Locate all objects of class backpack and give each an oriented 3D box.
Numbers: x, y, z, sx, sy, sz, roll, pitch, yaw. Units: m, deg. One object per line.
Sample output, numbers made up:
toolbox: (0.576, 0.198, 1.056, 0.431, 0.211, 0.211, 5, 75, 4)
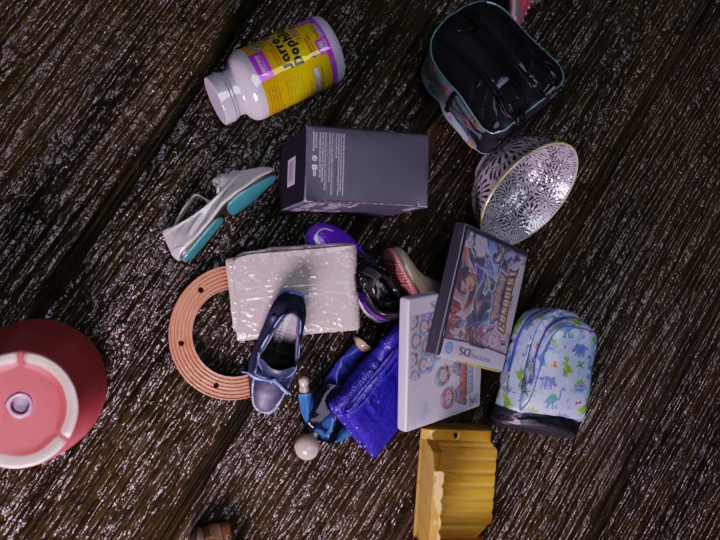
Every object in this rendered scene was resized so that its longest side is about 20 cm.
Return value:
backpack: (0.309, 0.163, 1.291, 0.160, 0.153, 0.205, 15, 73, -20)
backpack: (0.194, -0.305, 1.227, 0.175, 0.153, 0.201, -38, 88, -10)

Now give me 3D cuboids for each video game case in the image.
video game case: (0.127, 0.131, 1.217, 0.180, 0.023, 0.205, -8, 103, -43)
video game case: (0.187, 0.047, 1.228, 0.179, 0.025, 0.205, 18, 84, -43)

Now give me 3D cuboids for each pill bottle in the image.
pill bottle: (-0.128, -0.292, 1.160, 0.197, 0.104, 0.106, -29, 99, -15)

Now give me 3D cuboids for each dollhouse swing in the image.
dollhouse swing: (0.162, 0.356, 1.221, 0.178, 0.175, 0.205, 5, 88, -16)

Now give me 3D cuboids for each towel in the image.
towel: (0.053, 0.180, 1.219, 0.200, 0.049, 0.149, -47, 128, -15)
towel: (-0.099, 0.032, 1.162, 0.195, 0.035, 0.136, -4, 103, -2)

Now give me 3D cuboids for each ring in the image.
ring: (-0.192, 0.094, 1.190, 0.196, 0.019, 0.206, 0, 91, -18)

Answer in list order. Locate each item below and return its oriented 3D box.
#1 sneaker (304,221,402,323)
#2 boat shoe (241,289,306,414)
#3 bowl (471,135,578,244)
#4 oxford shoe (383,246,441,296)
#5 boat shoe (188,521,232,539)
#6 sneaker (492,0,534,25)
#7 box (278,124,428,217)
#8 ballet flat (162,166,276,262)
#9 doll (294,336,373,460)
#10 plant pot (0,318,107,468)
sneaker: (0.001, 0.000, 1.204, 0.200, 0.099, 0.070, 46, 77, -13)
boat shoe: (-0.128, 0.127, 1.134, 0.082, 0.069, 0.204, 7, 115, -8)
bowl: (0.246, -0.146, 1.265, 0.198, 0.203, 0.095, -29, 55, -15)
oxford shoe: (0.105, 0.035, 1.258, 0.074, 0.070, 0.202, -39, 112, -17)
boat shoe: (-0.197, 0.473, 1.166, 0.072, 0.075, 0.205, -16, 96, -19)
sneaker: (0.264, -0.453, 1.295, 0.085, 0.074, 0.205, 2, 91, -20)
box: (-0.016, -0.140, 1.147, 0.178, 0.200, 0.107, 2, 90, -17)
ballet flat: (-0.214, -0.101, 1.162, 0.200, 0.069, 0.070, -44, 102, -11)
doll: (-0.042, 0.202, 1.220, 0.136, 0.048, 0.202, 38, 80, -26)
plant pot: (-0.439, 0.168, 1.033, 0.196, 0.177, 0.206, 0, 90, -17)
